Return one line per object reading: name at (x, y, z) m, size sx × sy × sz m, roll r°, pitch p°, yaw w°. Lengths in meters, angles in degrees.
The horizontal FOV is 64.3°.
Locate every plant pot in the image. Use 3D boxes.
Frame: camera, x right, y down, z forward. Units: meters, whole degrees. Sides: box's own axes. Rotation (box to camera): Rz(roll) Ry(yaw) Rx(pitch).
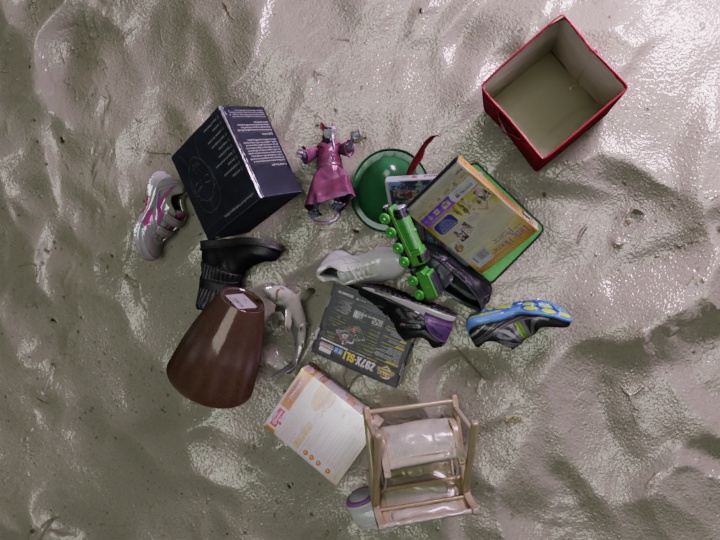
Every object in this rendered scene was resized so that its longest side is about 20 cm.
plant pot at (-0.274, 0.142, 1.168) m, size 0.186 × 0.187 × 0.201 m, roll 30°, pitch 111°, yaw 11°

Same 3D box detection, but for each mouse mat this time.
mouse mat at (0.243, -0.095, 1.148) m, size 0.200 × 0.008 × 0.161 m, roll 46°, pitch 101°, yaw 9°

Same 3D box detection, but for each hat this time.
hat at (0.048, -0.173, 1.103) m, size 0.164 × 0.176 × 0.202 m, roll 21°, pitch 96°, yaw 10°

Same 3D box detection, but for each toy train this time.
toy train at (0.097, -0.034, 1.071) m, size 0.056 × 0.042 × 0.201 m, roll -15°, pitch 106°, yaw 36°

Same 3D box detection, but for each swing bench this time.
swing bench at (0.115, 0.366, 1.101) m, size 0.197 × 0.130 × 0.202 m, roll -5°, pitch 103°, yaw -9°

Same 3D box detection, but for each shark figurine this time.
shark figurine at (-0.157, 0.114, 1.230) m, size 0.089 × 0.128 × 0.217 m, roll 7°, pitch 113°, yaw 38°

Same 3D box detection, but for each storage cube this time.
storage cube at (0.336, -0.306, 1.030) m, size 0.200 × 0.180 × 0.171 m, roll -40°, pitch 83°, yaw 12°

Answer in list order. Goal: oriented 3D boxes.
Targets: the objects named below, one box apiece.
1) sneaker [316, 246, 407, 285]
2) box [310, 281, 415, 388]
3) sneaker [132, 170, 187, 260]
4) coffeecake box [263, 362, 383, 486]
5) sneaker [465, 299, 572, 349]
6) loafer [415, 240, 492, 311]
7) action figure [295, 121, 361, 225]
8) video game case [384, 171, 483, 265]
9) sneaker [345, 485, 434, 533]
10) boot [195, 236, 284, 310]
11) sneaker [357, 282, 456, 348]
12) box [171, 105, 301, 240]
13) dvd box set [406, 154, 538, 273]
sneaker at (0.000, 0.000, 1.146) m, size 0.199 × 0.080 × 0.071 m, roll -5°, pitch 113°, yaw 32°
box at (0.013, 0.129, 1.189) m, size 0.198 × 0.049 × 0.161 m, roll 21°, pitch 98°, yaw 11°
sneaker at (-0.438, -0.116, 1.273) m, size 0.087 × 0.081 × 0.202 m, roll 16°, pitch 96°, yaw 14°
coffeecake box at (-0.078, 0.319, 1.205) m, size 0.199 × 0.073 × 0.154 m, roll 37°, pitch 99°, yaw 10°
sneaker at (0.307, 0.108, 1.115) m, size 0.198 × 0.071 × 0.084 m, roll -11°, pitch 103°, yaw 15°
loafer at (0.165, 0.009, 1.115) m, size 0.200 × 0.071 × 0.068 m, roll 31°, pitch 136°, yaw -2°
action figure at (-0.056, -0.212, 1.182) m, size 0.132 × 0.149 × 0.202 m, roll -3°, pitch 72°, yaw 5°
video game case at (0.149, -0.094, 1.104) m, size 0.180 × 0.023 × 0.201 m, roll 0°, pitch 128°, yaw 16°
sneaker at (0.074, 0.486, 1.187) m, size 0.198 × 0.075 × 0.100 m, roll -16°, pitch 107°, yaw 13°
boot at (-0.260, 0.013, 1.234) m, size 0.209 × 0.079 × 0.160 m, roll -1°, pitch 85°, yaw 24°
sneaker at (0.080, 0.090, 1.114) m, size 0.198 × 0.076 × 0.088 m, roll 21°, pitch 100°, yaw 11°
box at (-0.256, -0.197, 1.171) m, size 0.199 × 0.124 × 0.198 m, roll -28°, pitch 83°, yaw 39°
dvd box set at (0.203, -0.098, 1.050) m, size 0.199 × 0.030 × 0.146 m, roll 36°, pitch 128°, yaw -13°
